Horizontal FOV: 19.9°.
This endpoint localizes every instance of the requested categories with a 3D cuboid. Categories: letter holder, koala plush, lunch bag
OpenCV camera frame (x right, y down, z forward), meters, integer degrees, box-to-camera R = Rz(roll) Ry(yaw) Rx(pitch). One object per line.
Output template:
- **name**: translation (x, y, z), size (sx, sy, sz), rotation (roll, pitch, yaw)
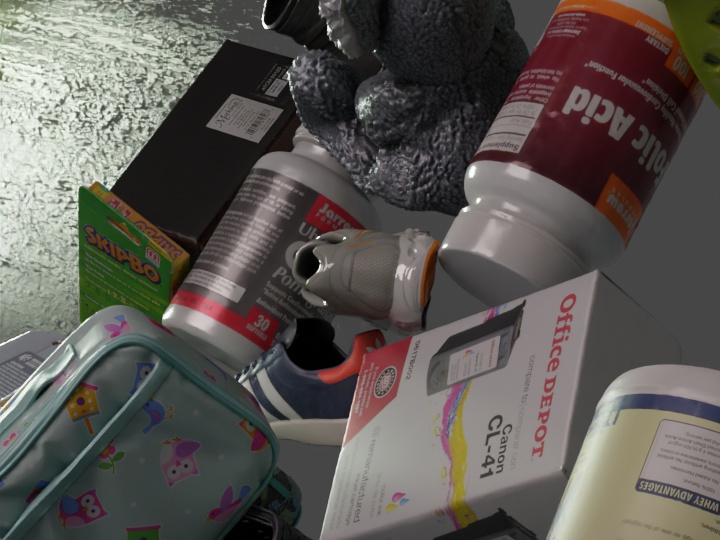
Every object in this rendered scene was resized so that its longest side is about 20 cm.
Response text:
- **letter holder**: translation (-0.103, -0.057, 1.636), size (0.100, 0.143, 0.201), rotation (17, 54, 26)
- **koala plush**: translation (0.050, -0.154, 1.387), size (0.176, 0.201, 0.184), rotation (-23, 50, -12)
- **lunch bag**: translation (-0.162, 0.131, 1.270), size (0.200, 0.160, 0.077), rotation (-48, 30, 4)

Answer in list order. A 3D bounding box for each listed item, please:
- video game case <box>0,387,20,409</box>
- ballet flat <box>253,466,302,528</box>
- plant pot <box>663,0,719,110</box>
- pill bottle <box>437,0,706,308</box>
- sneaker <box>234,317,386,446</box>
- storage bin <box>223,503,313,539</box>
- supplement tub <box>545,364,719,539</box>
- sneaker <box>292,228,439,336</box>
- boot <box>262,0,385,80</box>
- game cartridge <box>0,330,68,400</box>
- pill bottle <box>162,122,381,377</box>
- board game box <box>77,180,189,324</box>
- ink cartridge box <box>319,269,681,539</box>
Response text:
- **video game case**: translation (-0.222, 0.118, 1.535), size (0.142, 0.018, 0.199), rotation (12, 32, 38)
- **ballet flat**: translation (-0.133, 0.154, 1.438), size (0.198, 0.074, 0.075), rotation (-9, 48, 30)
- **plant pot**: translation (0.264, -0.232, 1.237), size (0.199, 0.181, 0.200), rotation (-28, 38, 37)
- **pill bottle**: translation (0.136, -0.072, 1.308), size (0.114, 0.114, 0.201), rotation (6, 63, 56)
- **sneaker**: translation (-0.056, 0.076, 1.411), size (0.198, 0.075, 0.085), rotation (-5, 92, 33)
- **storage bin**: translation (-0.097, 0.253, 1.304), size (0.135, 0.094, 0.201), rotation (10, 66, 57)
- **supplement tub**: translation (0.154, 0.164, 0.997), size (0.144, 0.145, 0.201), rotation (-6, 52, 51)
- **sneaker**: translation (0.000, 0.000, 1.374), size (0.200, 0.091, 0.077), rotation (123, 157, -85)
- **boot**: translation (0.018, -0.246, 1.639), size (0.201, 0.131, 0.070), rotation (-58, 30, -11)
- **game cartridge**: translation (-0.245, 0.107, 1.628), size (0.133, 0.041, 0.199), rotation (-29, 33, -30)
- **pill bottle**: translation (-0.052, -0.016, 1.512), size (0.110, 0.110, 0.201), rotation (11, 67, 57)
- **board game box**: translation (-0.174, 0.010, 1.565), size (0.030, 0.095, 0.201), rotation (-45, -17, -25)
- **ink cartridge box**: translation (0.082, 0.102, 1.226), size (0.199, 0.085, 0.149), rotation (-24, 40, 42)
